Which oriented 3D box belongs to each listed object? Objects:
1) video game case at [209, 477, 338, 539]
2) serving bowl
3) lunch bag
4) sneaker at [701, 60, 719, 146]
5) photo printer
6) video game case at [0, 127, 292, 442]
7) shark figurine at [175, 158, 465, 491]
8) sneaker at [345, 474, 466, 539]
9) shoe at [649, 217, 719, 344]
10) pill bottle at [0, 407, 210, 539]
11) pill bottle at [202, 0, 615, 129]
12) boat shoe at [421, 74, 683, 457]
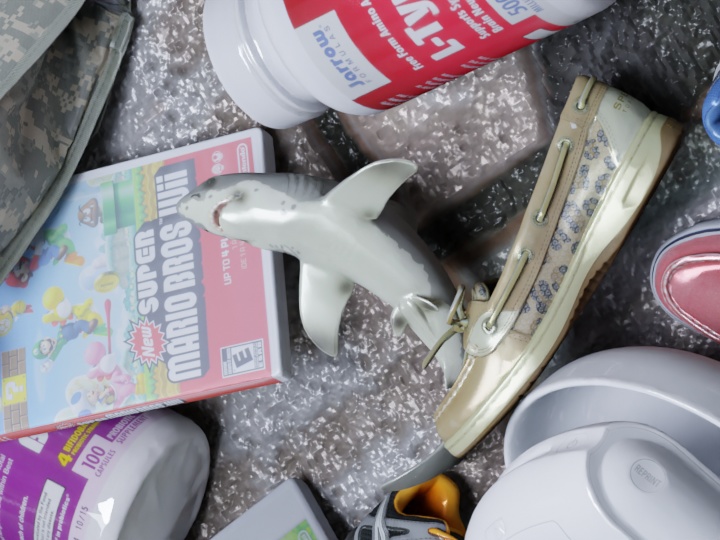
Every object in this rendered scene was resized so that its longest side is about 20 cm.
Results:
[{"bbox_3d":[-0.060,0.246,1.290,0.182,0.022,0.200,-38,59,12],"label":"video game case"},{"bbox_3d":[0.172,0.109,1.147,0.200,0.066,0.200,28,146,21],"label":"serving bowl"},{"bbox_3d":[-0.235,-0.103,1.280,0.164,0.200,0.118,21,160,24],"label":"lunch bag"},{"bbox_3d":[0.245,-0.086,1.045,0.200,0.085,0.077,-15,100,32],"label":"sneaker"},{"bbox_3d":[0.146,0.162,1.111,0.200,0.069,0.166,41,149,1],"label":"photo printer"},{"bbox_3d":[-0.135,0.011,1.275,0.200,0.017,0.143,-13,70,21],"label":"video game case"},{"bbox_3d":[0.021,0.007,1.209,0.128,0.090,0.215,-33,103,25],"label":"shark figurine"},{"bbox_3d":[0.038,0.171,1.200,0.078,0.200,0.077,26,105,-26],"label":"sneaker"},{"bbox_3d":[0.220,0.029,1.096,0.200,0.091,0.072,16,115,24],"label":"shoe"},{"bbox_3d":[-0.197,0.101,1.349,0.200,0.112,0.112,23,117,20],"label":"pill bottle"},{"bbox_3d":[0.023,-0.144,1.136,0.200,0.112,0.112,-23,95,34],"label":"pill bottle"},{"bbox_3d":[0.086,0.000,1.153,0.063,0.073,0.200,32,97,5],"label":"boat shoe"}]
